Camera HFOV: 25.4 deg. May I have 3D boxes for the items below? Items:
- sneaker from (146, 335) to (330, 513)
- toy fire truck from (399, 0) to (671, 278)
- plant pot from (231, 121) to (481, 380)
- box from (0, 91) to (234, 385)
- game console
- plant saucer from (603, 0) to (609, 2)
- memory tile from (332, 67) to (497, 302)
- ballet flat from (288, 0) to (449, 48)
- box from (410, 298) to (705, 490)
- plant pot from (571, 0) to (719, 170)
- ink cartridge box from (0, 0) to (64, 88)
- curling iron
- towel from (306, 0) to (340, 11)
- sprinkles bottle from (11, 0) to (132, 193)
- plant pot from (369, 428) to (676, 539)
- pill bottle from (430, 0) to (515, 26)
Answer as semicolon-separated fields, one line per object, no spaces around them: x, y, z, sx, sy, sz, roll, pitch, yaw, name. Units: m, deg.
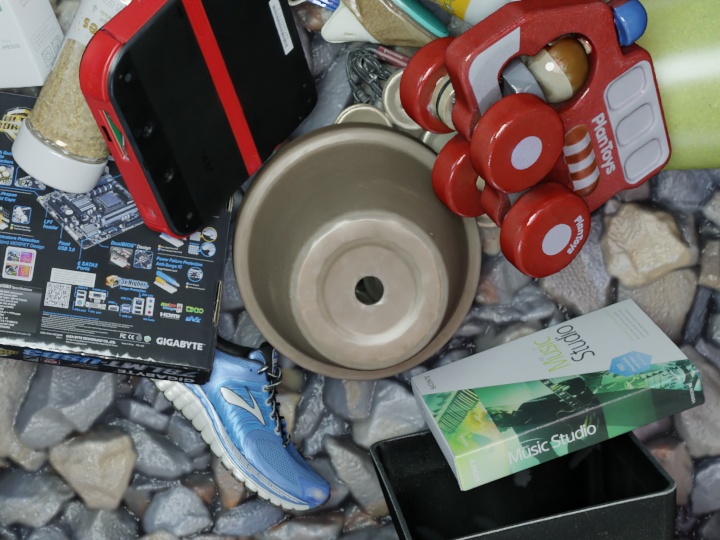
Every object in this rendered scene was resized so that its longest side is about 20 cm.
-0.087;0.105;1.254;0.089;0.079;0.200;-41;97;0;sneaker
0.132;-0.108;1.099;0.167;0.112;0.201;-35;135;-11;toy fire truck
0.000;0.000;1.185;0.198;0.175;0.202;-1;102;-3;plant pot
-0.199;-0.026;1.215;0.198;0.050;0.201;7;70;-8;box
-0.111;-0.135;1.146;0.031;0.201;0.177;27;63;30;game console
0.137;-0.275;1.224;0.198;0.029;0.202;-6;68;15;plant saucer
0.014;-0.051;1.272;0.200;0.017;0.154;-39;101;5;memory tile
-0.023;-0.224;1.231;0.200;0.068;0.072;42;106;-10;ballet flat
0.149;0.093;1.246;0.198;0.144;0.037;-21;114;-5;box
0.259;-0.155;1.233;0.182;0.200;0.203;-9;95;6;plant pot
-0.299;-0.228;1.155;0.108;0.051;0.201;0;128;25;ink cartridge box
0.079;-0.132;1.283;0.198;0.026;0.050;19;96;-7;curling iron
-0.019;-0.312;1.260;0.144;0.024;0.202;22;91;-8;towel
-0.182;-0.156;1.142;0.068;0.068;0.201;26;110;-7;sprinkles bottle
0.129;0.229;1.240;0.197;0.200;0.179;-11;108;-6;plant pot
0.073;-0.244;1.137;0.199;0.113;0.113;33;90;4;pill bottle
